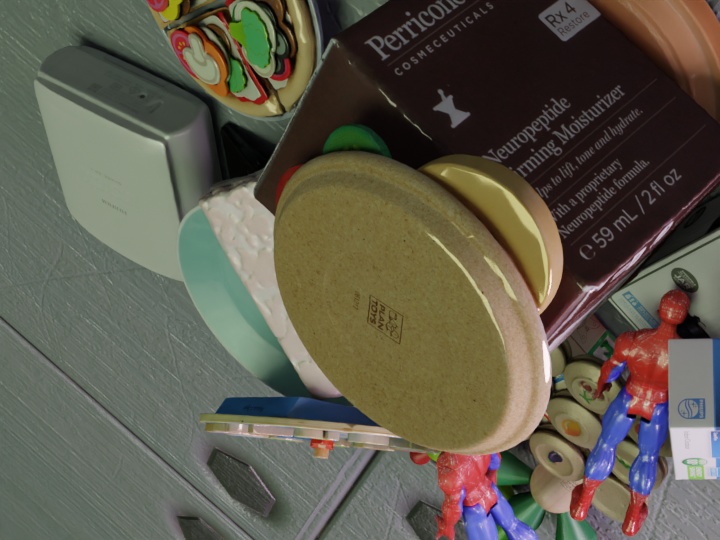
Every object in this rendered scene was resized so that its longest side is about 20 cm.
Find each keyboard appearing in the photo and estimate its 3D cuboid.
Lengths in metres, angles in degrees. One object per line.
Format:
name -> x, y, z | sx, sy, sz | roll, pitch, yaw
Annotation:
keyboard -> -0.069, -0.030, 1.422 | 0.104, 0.040, 0.200 | 51, 160, 39

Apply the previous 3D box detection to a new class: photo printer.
photo printer -> -0.193, -0.083, 1.455 | 0.166, 0.069, 0.200 | 27, 145, 26

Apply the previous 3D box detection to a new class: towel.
towel -> 0.000, 0.000, 1.190 | 0.200, 0.032, 0.191 | -14, 113, 41

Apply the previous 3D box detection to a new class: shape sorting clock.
shape sorting clock -> -0.029, 0.129, 1.331 | 0.200, 0.039, 0.200 | 9, 171, 1

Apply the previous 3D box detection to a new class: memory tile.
memory tile -> 0.136, 0.095, 1.217 | 0.200, 0.017, 0.153 | 36, 148, 12

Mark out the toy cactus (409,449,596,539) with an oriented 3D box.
toy cactus -> 0.138, 0.195, 1.394 | 0.200, 0.102, 0.165 | 50, 140, 8

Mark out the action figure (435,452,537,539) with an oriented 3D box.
action figure -> 0.092, 0.180, 1.288 | 0.052, 0.065, 0.200 | 18, 143, 43

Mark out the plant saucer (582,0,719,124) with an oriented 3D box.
plant saucer -> 0.140, -0.128, 1.047 | 0.200, 0.032, 0.200 | 30, 147, 22

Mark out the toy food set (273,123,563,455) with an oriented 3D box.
toy food set -> 0.027, 0.014, 0.926 | 0.198, 0.049, 0.200 | 20, 134, 36

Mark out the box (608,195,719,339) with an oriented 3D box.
box -> 0.255, 0.006, 1.044 | 0.117, 0.060, 0.200 | 48, 149, -5

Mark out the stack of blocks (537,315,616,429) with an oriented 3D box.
stack of blocks -> 0.102, 0.068, 1.298 | 0.115, 0.059, 0.200 | 47, 149, -5

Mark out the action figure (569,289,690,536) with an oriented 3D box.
action figure -> 0.184, 0.090, 1.108 | 0.065, 0.052, 0.200 | 20, 134, 11

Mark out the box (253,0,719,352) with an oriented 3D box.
box -> 0.077, -0.057, 0.994 | 0.200, 0.166, 0.164 | 45, 145, 8

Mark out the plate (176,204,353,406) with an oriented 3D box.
plate -> -0.063, 0.024, 1.318 | 0.200, 0.026, 0.200 | 28, 141, 25

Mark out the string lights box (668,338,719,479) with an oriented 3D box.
string lights box -> 0.284, 0.081, 0.989 | 0.200, 0.059, 0.103 | -1, 156, 13

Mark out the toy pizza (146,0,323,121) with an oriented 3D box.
toy pizza -> -0.105, -0.196, 1.225 | 0.200, 0.032, 0.200 | 32, 141, 31
